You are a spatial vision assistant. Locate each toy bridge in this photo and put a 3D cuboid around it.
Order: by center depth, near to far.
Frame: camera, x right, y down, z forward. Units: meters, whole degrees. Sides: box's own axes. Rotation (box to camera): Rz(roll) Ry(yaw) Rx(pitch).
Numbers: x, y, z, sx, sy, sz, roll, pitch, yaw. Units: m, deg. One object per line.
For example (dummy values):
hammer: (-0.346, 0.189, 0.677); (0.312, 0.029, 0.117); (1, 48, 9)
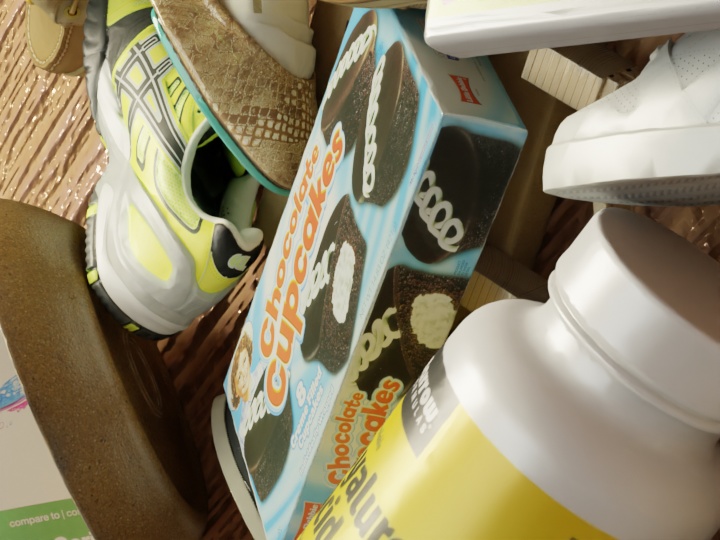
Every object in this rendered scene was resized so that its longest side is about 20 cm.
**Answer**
toy bridge: (0.062, 0.016, 0.823); (0.067, 0.027, 0.201); (33, 120, 25)

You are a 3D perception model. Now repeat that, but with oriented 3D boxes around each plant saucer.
plant saucer: (-0.112, 0.053, 1.008); (0.200, 0.035, 0.201); (-24, -90, -88)

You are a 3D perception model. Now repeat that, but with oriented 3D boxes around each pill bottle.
pill bottle: (0.055, 0.081, 0.763); (0.200, 0.111, 0.111); (-54, 47, 20)

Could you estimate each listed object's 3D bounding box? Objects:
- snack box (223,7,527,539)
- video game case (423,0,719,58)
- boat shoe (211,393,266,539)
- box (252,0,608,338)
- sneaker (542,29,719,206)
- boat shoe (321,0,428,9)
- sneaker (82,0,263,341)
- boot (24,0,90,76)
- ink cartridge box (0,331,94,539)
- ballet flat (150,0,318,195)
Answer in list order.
snack box: (0.000, 0.000, 0.855); (0.116, 0.037, 0.201); (-111, 36, -54)
video game case: (0.107, -0.161, 0.670); (0.199, 0.022, 0.183); (-1, 77, 45)
boat shoe: (-0.004, 0.111, 0.924); (0.068, 0.072, 0.200); (-38, 43, 5)
box: (0.027, -0.065, 0.893); (0.163, 0.021, 0.201); (44, 125, 46)
sneaker: (0.136, -0.085, 0.700); (0.199, 0.073, 0.116); (-11, 79, 46)
boat shoe: (0.034, -0.122, 0.802); (0.200, 0.064, 0.072); (22, 103, 48)
sneaker: (-0.074, -0.068, 0.996); (0.076, 0.075, 0.201); (-24, 58, 32)
boot: (-0.178, -0.151, 1.055); (0.073, 0.155, 0.200); (68, 153, 20)
ink cartridge box: (-0.181, 0.100, 1.128); (0.201, 0.084, 0.145); (69, 150, 26)
ballet flat: (-0.062, -0.125, 0.930); (0.065, 0.070, 0.200); (-40, 76, 19)
